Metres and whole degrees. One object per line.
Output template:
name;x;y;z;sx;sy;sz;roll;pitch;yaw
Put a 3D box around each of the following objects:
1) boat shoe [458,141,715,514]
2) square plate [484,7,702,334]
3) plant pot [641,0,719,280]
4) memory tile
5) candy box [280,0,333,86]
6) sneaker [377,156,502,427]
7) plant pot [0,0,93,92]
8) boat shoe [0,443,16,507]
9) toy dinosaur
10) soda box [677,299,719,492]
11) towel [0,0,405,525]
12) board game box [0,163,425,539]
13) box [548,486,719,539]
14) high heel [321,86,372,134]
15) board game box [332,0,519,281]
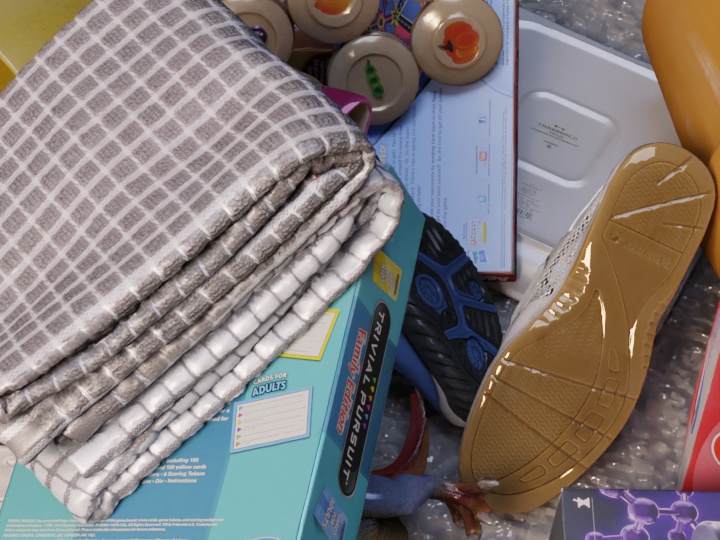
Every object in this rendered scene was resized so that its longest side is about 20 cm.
boat shoe;0.112;0.029;1.035;0.071;0.069;0.200;31;90;-6
square plate;0.111;-0.066;1.161;0.199;0.028;0.198;25;54;16
plant pot;0.243;-0.093;1.082;0.199;0.201;0.184;-16;53;-16
memory tile;-0.022;-0.165;1.071;0.153;0.201;0.017;-24;22;1
candy box;-0.099;-0.151;1.199;0.199;0.055;0.116;1;51;-3
sneaker;0.000;0.000;1.068;0.200;0.077;0.076;54;32;6
plant pot;-0.153;-0.079;1.059;0.200;0.200;0.142;36;49;23
boat shoe;-0.151;0.074;1.007;0.199;0.069;0.072;0;50;-5
toy dinosaur;-0.031;0.138;0.939;0.181;0.105;0.200;3;21;-19
soda box;0.196;0.041;0.970;0.063;0.200;0.070;11;51;7
towel;-0.103;-0.020;0.865;0.200;0.086;0.166;-42;50;-5
board game box;-0.065;0.054;0.885;0.150;0.047;0.201;-3;55;26
box;0.158;0.202;0.920;0.141;0.079;0.201;0;52;0
high heel;-0.043;0.010;0.981;0.096;0.067;0.201;-6;66;34
board game box;0.035;-0.092;1.123;0.102;0.019;0.201;0;75;8
